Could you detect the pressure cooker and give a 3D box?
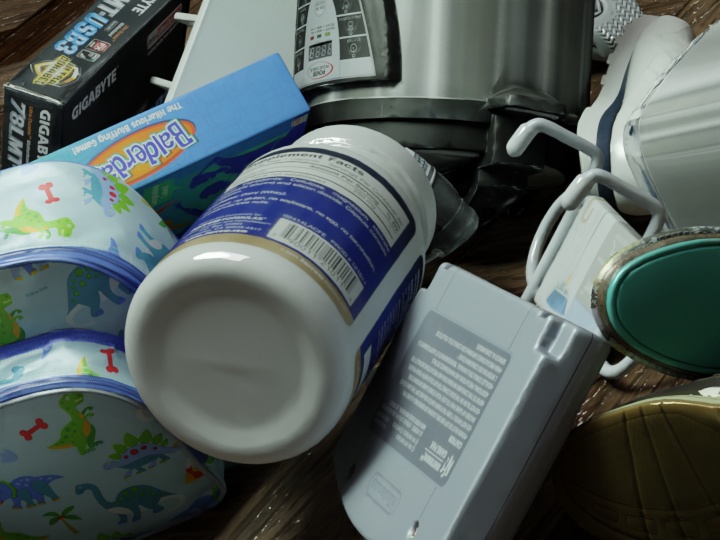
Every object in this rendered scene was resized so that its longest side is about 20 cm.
[{"bbox_3d":[0.053,-0.117,1.430,0.178,0.201,0.176,2,-6,14],"label":"pressure cooker"}]

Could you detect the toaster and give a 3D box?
[{"bbox_3d":[0.226,-0.076,1.245,0.129,0.114,0.200,-10,27,47],"label":"toaster"}]

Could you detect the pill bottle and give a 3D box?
[{"bbox_3d":[-0.032,0.004,1.225,0.116,0.116,0.200,-17,17,25],"label":"pill bottle"}]

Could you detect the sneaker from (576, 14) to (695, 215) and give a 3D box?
[{"bbox_3d":[0.182,-0.089,1.406,0.080,0.077,0.200,-4,31,19],"label":"sneaker"}]

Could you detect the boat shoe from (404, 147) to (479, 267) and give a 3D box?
[{"bbox_3d":[0.001,-0.002,1.396,0.199,0.068,0.074,-41,16,48],"label":"boat shoe"}]

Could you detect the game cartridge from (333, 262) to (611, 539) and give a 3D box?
[{"bbox_3d":[0.044,0.071,1.119,0.134,0.040,0.200,-58,16,0],"label":"game cartridge"}]

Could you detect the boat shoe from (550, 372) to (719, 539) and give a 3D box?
[{"bbox_3d":[0.176,0.072,1.021,0.200,0.073,0.065,-11,12,33],"label":"boat shoe"}]

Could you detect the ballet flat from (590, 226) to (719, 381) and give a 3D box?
[{"bbox_3d":[0.186,0.013,1.072,0.200,0.072,0.072,-1,14,-17],"label":"ballet flat"}]

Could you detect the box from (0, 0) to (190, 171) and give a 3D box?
[{"bbox_3d":[-0.181,-0.077,1.626,0.050,0.199,0.200,19,35,11],"label":"box"}]

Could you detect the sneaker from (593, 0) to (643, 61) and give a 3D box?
[{"bbox_3d":[0.102,-0.164,1.664,0.200,0.115,0.075,26,46,21],"label":"sneaker"}]

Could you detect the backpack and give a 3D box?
[{"bbox_3d":[-0.159,0.051,1.276,0.183,0.200,0.147,-19,41,15],"label":"backpack"}]

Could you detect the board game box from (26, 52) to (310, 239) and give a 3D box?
[{"bbox_3d":[-0.132,-0.040,1.417,0.200,0.045,0.152,-25,-16,-15],"label":"board game box"}]

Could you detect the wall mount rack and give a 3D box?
[{"bbox_3d":[0.083,0.017,1.260,0.174,0.074,0.200,-62,17,10],"label":"wall mount rack"}]

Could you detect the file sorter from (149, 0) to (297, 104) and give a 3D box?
[{"bbox_3d":[-0.055,-0.141,1.579,0.200,0.139,0.125,-69,19,0],"label":"file sorter"}]
